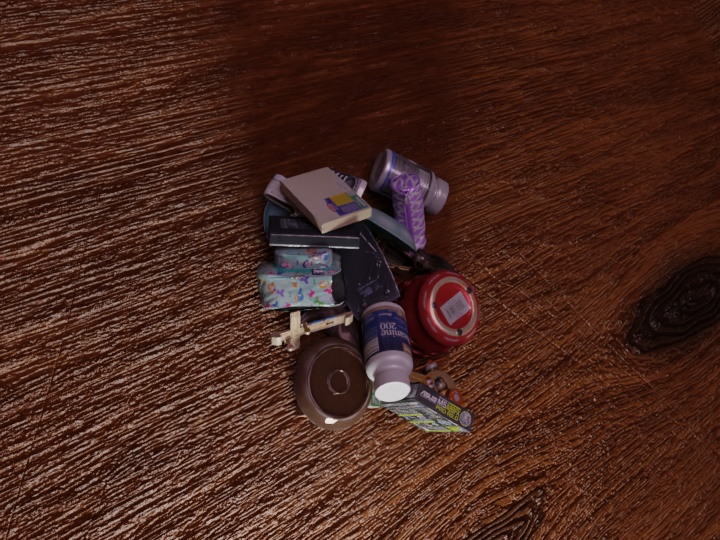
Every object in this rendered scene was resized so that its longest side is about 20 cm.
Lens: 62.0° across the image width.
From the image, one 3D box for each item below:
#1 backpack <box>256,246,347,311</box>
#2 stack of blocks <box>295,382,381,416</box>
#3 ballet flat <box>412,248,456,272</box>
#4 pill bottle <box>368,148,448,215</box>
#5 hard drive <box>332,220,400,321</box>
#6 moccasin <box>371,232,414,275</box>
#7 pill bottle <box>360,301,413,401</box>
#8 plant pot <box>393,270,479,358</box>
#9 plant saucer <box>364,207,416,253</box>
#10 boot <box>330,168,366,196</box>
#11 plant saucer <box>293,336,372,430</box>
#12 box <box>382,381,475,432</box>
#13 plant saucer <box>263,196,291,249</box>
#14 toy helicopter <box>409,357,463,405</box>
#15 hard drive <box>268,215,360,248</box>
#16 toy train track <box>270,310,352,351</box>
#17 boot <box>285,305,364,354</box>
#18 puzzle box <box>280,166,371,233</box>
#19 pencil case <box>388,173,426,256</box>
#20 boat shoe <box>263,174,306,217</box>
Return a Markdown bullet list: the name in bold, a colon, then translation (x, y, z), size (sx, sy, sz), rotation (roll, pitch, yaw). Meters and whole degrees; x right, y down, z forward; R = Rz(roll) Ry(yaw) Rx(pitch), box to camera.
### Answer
- **backpack**: translation (-0.135, 0.012, 1.331), size (0.192, 0.178, 0.156), rotation (-10, 105, 0)
- **stack of blocks**: translation (-0.048, 0.282, 1.386), size (0.194, 0.058, 0.120), rotation (9, 73, -24)
- **ballet flat**: translation (0.190, -0.011, 1.554), size (0.067, 0.047, 0.198), rotation (46, 16, 32)
- **pill bottle**: translation (0.128, -0.227, 1.575), size (0.195, 0.113, 0.117), rotation (22, 68, -19)
- **hard drive**: translation (0.000, 0.000, 1.441), size (0.132, 0.042, 0.205), rotation (-28, 91, 2)
- **moccasin**: translation (0.048, -0.048, 1.509), size (0.198, 0.077, 0.075), rotation (32, 65, -15)
- **pill bottle**: translation (0.061, 0.184, 1.359), size (0.107, 0.112, 0.205), rotation (12, 47, -22)
- **plant pot**: translation (0.182, 0.102, 1.479), size (0.194, 0.182, 0.208), rotation (7, 71, -22)
- **plant saucer**: translation (0.060, -0.109, 1.459), size (0.197, 0.201, 0.040), rotation (31, 89, -16)
- **boot**: translation (-0.045, -0.202, 1.447), size (0.088, 0.200, 0.074), rotation (29, 90, -12)
- **plant saucer**: translation (-0.053, 0.249, 1.339), size (0.194, 0.034, 0.208), rotation (7, 73, -24)
- **box**: translation (0.147, 0.320, 1.391), size (0.157, 0.199, 0.045), rotation (31, 66, -14)
- **plant saucer**: translation (-0.145, -0.109, 1.460), size (0.194, 0.027, 0.208), rotation (7, 74, -24)
- **toy helicopter**: translation (0.161, 0.268, 1.479), size (0.195, 0.079, 0.136), rotation (23, 50, -27)
- **hard drive**: translation (-0.105, -0.086, 1.319), size (0.192, 0.140, 0.034), rotation (1, 110, -10)
- **toy train track**: translation (-0.102, 0.133, 1.324), size (0.194, 0.117, 0.033), rotation (-15, 44, -23)
- **boot**: translation (-0.066, 0.165, 1.412), size (0.186, 0.064, 0.202), rotation (-42, 101, -26)
- **puzzle box**: translation (-0.080, -0.161, 1.338), size (0.130, 0.026, 0.200), rotation (-19, 45, -27)
- **pencil case**: translation (0.123, -0.145, 1.512), size (0.081, 0.205, 0.087), rotation (-13, 38, 1)
- **boat shoe**: translation (-0.145, -0.134, 1.410), size (0.200, 0.075, 0.087), rotation (38, 70, -5)
